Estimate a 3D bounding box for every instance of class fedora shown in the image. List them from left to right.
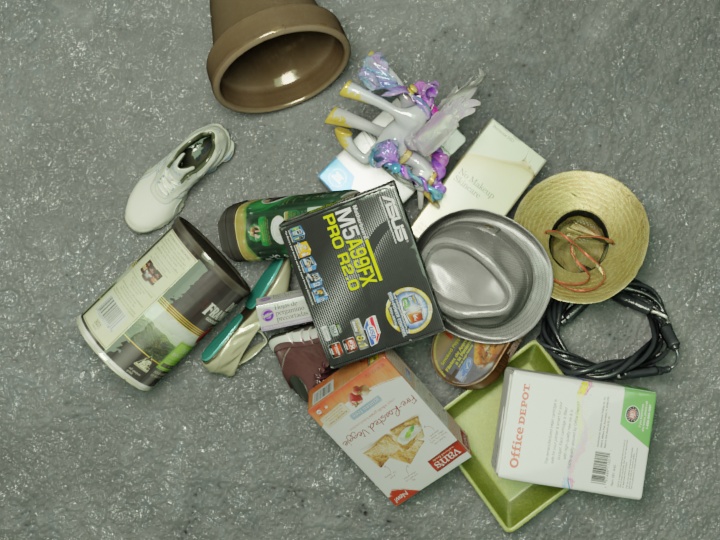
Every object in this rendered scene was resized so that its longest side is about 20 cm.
[{"bbox_3d":[0.152,0.011,1.275,0.199,0.090,0.178,32,105,12],"label":"fedora"}]

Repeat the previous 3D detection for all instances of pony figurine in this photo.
[{"bbox_3d":[0.068,-0.198,1.282,0.199,0.167,0.194,36,121,-1],"label":"pony figurine"}]

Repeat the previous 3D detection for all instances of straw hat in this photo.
[{"bbox_3d":[0.307,-0.032,1.358,0.199,0.085,0.203,-4,66,9],"label":"straw hat"}]

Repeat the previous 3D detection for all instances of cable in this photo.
[{"bbox_3d":[0.344,0.077,1.352,0.198,0.051,0.165,-5,65,-4],"label":"cable"}]

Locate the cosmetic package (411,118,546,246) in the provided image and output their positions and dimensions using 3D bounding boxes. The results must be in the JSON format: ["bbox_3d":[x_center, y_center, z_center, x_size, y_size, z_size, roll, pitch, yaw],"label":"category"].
[{"bbox_3d":[0.163,-0.104,1.372,0.103,0.073,0.201,36,91,1],"label":"cosmetic package"}]

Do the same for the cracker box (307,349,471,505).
[{"bbox_3d":[0.040,0.209,1.309,0.134,0.058,0.200,-36,110,14],"label":"cracker box"}]

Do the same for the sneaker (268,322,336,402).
[{"bbox_3d":[-0.035,0.126,1.343,0.199,0.075,0.117,-15,92,40],"label":"sneaker"}]

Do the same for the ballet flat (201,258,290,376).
[{"bbox_3d":[-0.149,0.071,1.385,0.069,0.069,0.201,39,92,1],"label":"ballet flat"}]

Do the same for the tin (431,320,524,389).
[{"bbox_3d":[0.179,0.075,1.361,0.112,0.042,0.201,32,89,34],"label":"tin"}]

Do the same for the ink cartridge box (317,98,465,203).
[{"bbox_3d":[0.048,-0.161,1.376,0.200,0.068,0.116,-45,89,0],"label":"ink cartridge box"}]

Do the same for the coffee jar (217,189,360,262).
[{"bbox_3d":[-0.094,-0.060,1.329,0.198,0.104,0.086,-3,101,27],"label":"coffee jar"}]

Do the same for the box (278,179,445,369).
[{"bbox_3d":[0.003,0.006,1.230,0.159,0.044,0.202,-18,99,8],"label":"box"}]

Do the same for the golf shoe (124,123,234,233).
[{"bbox_3d":[-0.268,-0.135,1.366,0.078,0.097,0.200,43,92,-1],"label":"golf shoe"}]

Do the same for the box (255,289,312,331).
[{"bbox_3d":[-0.046,0.042,1.335,0.198,0.041,0.039,-12,104,-3],"label":"box"}]

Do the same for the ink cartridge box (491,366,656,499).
[{"bbox_3d":[0.287,0.219,1.313,0.198,0.084,0.146,9,89,1],"label":"ink cartridge box"}]

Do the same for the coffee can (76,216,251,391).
[{"bbox_3d":[-0.273,0.046,1.339,0.200,0.146,0.146,-44,89,1],"label":"coffee can"}]

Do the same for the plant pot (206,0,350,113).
[{"bbox_3d":[-0.132,-0.346,1.334,0.198,0.200,0.176,-20,72,0],"label":"plant pot"}]

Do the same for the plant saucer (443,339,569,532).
[{"bbox_3d":[0.230,0.234,1.380,0.199,0.048,0.200,-37,89,1],"label":"plant saucer"}]
